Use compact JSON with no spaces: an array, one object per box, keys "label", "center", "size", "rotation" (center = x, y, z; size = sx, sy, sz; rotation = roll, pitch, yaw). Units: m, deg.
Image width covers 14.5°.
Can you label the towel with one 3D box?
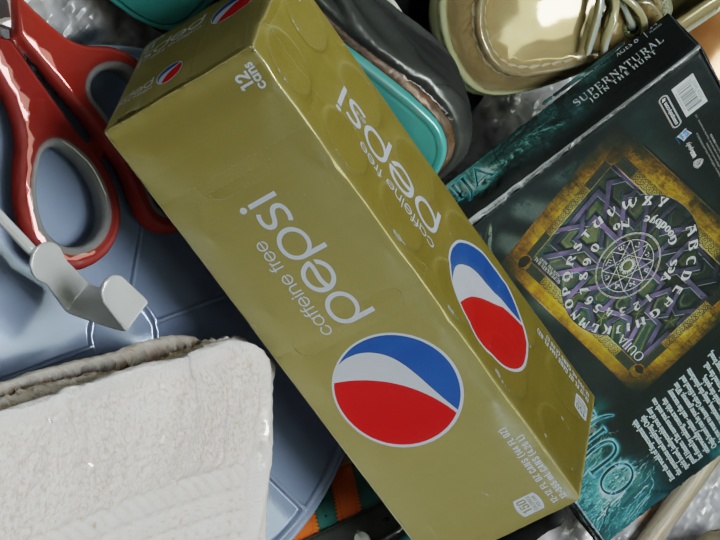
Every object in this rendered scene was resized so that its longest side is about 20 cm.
[{"label":"towel","center":[-0.088,0.095,0.895],"size":[0.200,0.034,0.134],"rotation":[-16,111,-56]}]

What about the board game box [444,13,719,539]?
[{"label":"board game box","center":[0.103,0.009,1.086],"size":[0.135,0.028,0.200],"rotation":[-37,136,-1]}]

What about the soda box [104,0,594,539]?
[{"label":"soda box","center":[0.000,0.000,0.968],"size":[0.200,0.064,0.068],"rotation":[53,25,-20]}]

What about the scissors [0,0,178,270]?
[{"label":"scissors","center":[-0.122,-0.091,0.953],"size":[0.073,0.014,0.201],"rotation":[-35,103,-25]}]

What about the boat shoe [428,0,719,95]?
[{"label":"boat shoe","center":[0.116,-0.124,1.051],"size":[0.200,0.063,0.074],"rotation":[-24,102,-23]}]

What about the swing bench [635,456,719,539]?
[{"label":"swing bench","center":[0.225,0.158,1.153],"size":[0.130,0.198,0.200],"rotation":[-51,121,-22]}]

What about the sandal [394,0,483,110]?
[{"label":"sandal","center":[0.030,-0.152,1.047],"size":[0.076,0.043,0.201],"rotation":[-33,123,-41]}]

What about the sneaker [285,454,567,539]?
[{"label":"sneaker","center":[-0.010,0.109,1.038],"size":[0.199,0.080,0.072],"rotation":[-30,115,-31]}]

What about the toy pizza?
[{"label":"toy pizza","center":[-0.088,0.023,0.989],"size":[0.199,0.032,0.202],"rotation":[2,86,-30]}]

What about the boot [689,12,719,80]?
[{"label":"boot","center":[0.115,-0.163,1.121],"size":[0.154,0.074,0.201],"rotation":[36,72,-28]}]

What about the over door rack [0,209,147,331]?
[{"label":"over door rack","center":[-0.189,0.001,0.892],"size":[0.200,0.066,0.148],"rotation":[45,70,-21]}]

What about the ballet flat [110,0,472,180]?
[{"label":"ballet flat","center":[-0.041,-0.104,0.997],"size":[0.200,0.068,0.069],"rotation":[42,34,-14]}]
